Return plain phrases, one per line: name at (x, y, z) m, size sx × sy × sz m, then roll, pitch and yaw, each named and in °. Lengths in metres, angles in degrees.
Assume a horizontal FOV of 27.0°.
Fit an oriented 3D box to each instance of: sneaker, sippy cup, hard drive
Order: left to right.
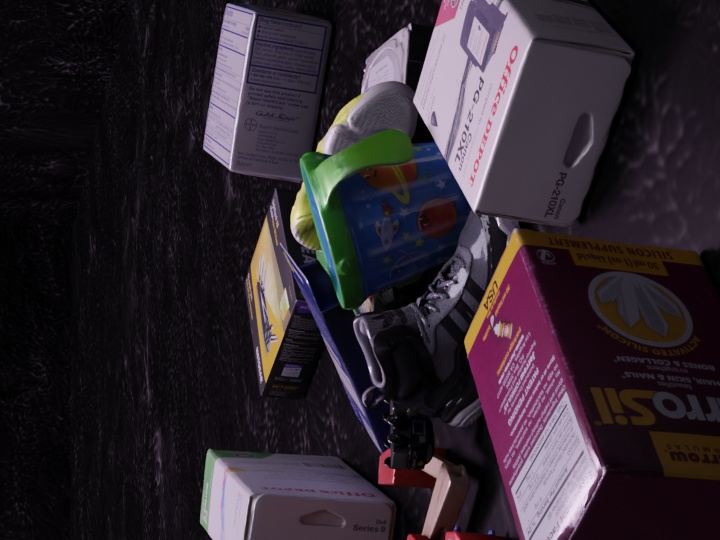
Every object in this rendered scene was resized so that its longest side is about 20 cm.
sneaker at (-0.011, -0.118, 1.427) m, size 0.200 × 0.076 × 0.105 m, roll -54°, pitch 20°, yaw 32°
sippy cup at (0.028, -0.049, 1.279) m, size 0.178 × 0.130 × 0.140 m, roll -149°, pitch 43°, yaw -84°
hard drive at (0.033, -0.130, 1.482) m, size 0.140 × 0.038 × 0.200 m, roll 160°, pitch 115°, yaw -71°
sneaker at (0.060, 0.029, 1.211) m, size 0.075 × 0.114 × 0.200 m, roll -135°, pitch 54°, yaw -68°

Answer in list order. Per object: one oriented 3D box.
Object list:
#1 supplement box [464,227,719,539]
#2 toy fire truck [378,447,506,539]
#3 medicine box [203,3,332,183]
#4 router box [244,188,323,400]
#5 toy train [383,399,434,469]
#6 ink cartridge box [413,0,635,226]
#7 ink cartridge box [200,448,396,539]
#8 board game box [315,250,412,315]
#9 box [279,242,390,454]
supplement box at (0.152, 0.080, 0.878) m, size 0.200 × 0.131 × 0.103 m, roll -104°, pitch 27°, yaw -47°
toy fire truck at (0.067, 0.210, 1.227) m, size 0.200 × 0.049 × 0.141 m, roll 152°, pitch 124°, yaw -68°
medicine box at (-0.120, -0.228, 1.882) m, size 0.182 × 0.103 × 0.200 m, roll -141°, pitch 60°, yaw -69°
router box at (-0.085, 0.027, 1.760) m, size 0.200 × 0.052 × 0.157 m, roll -103°, pitch 27°, yaw -47°
toy train at (0.044, 0.109, 1.297) m, size 0.200 × 0.046 × 0.034 m, roll -89°, pitch 6°, yaw -62°
ink cartridge box at (0.118, -0.145, 1.144) m, size 0.200 × 0.084 × 0.145 m, roll -112°, pitch 33°, yaw -56°
ink cartridge box at (-0.066, 0.239, 1.470) m, size 0.200 × 0.145 × 0.088 m, roll -167°, pitch 84°, yaw -72°
board game box at (0.000, 0.000, 1.481) m, size 0.200 × 0.023 × 0.105 m, roll -157°, pitch 54°, yaw -66°
box at (-0.014, 0.069, 1.396) m, size 0.200 × 0.032 × 0.121 m, roll 66°, pitch 174°, yaw -23°
